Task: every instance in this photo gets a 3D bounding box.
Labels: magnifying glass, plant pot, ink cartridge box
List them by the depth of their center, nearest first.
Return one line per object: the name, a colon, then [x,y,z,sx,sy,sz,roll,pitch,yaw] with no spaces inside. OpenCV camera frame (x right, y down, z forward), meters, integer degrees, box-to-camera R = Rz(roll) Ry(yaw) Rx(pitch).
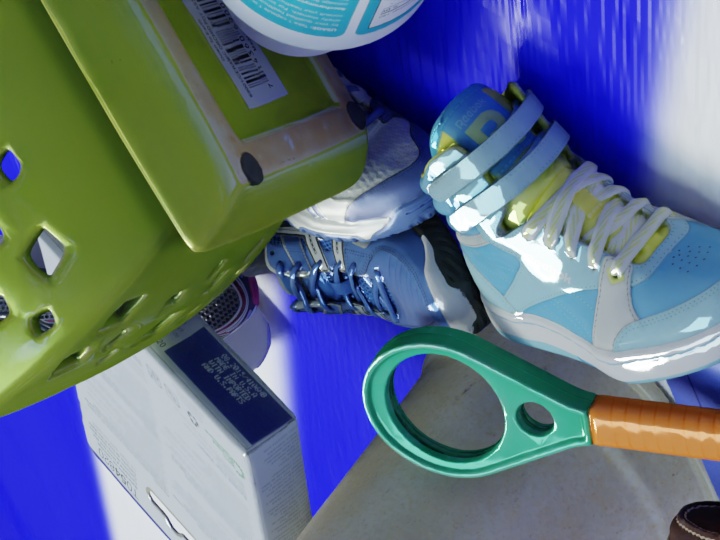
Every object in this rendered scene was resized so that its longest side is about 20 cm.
plant pot: [-0.123,-0.070,1.067,0.181,0.199,0.201,-31,88,27]
magnifying glass: [0.092,0.070,1.089,0.199,0.022,0.080,4,123,25]
plant pot: [0.060,0.142,1.208,0.200,0.183,0.201,38,155,22]
ink cartridge box: [-0.098,0.089,1.267,0.200,0.040,0.201,44,154,31]

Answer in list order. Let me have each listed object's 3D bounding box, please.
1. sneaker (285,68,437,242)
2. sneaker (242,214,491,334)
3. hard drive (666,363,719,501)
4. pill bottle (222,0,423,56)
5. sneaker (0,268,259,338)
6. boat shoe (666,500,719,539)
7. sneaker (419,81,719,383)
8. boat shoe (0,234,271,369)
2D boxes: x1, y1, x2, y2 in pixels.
sneaker: [-0.036,-0.081,1.162,0.199,0.075,0.088,25,147,40]
sneaker: [0.000,0.000,1.188,0.200,0.077,0.076,28,151,58]
hard drive: [0.231,0.095,1.041,0.200,0.025,0.132,16,141,50]
pill bottle: [-0.009,-0.163,0.943,0.111,0.111,0.200,45,156,6]
sneaker: [-0.158,0.034,1.383,0.075,0.199,0.081,-95,-8,-70]
boat shoe: [0.204,0.121,1.030,0.200,0.072,0.072,-164,67,-67]
sneaker: [0.096,-0.024,1.023,0.200,0.080,0.131,5,134,56]
boat shoe: [-0.156,0.025,1.468,0.199,0.071,0.070,12,173,-5]
